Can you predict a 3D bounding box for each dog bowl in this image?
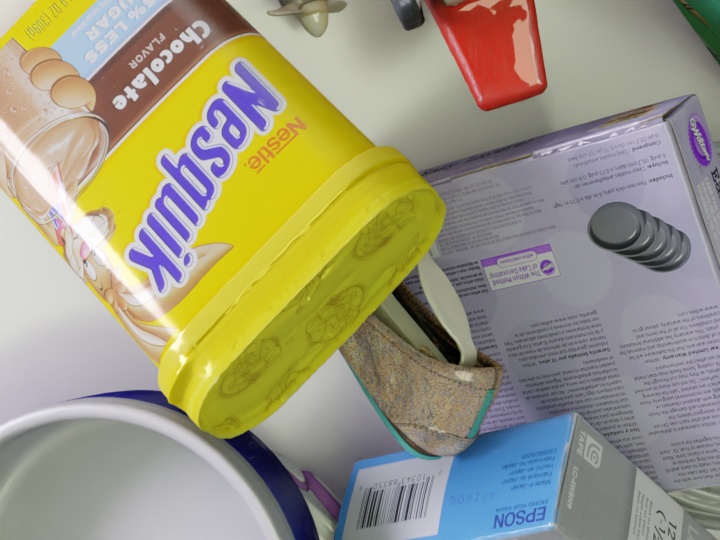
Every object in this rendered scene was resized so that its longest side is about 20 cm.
[{"bbox_3d":[-0.118,0.161,0.787,0.197,0.079,0.203,0,91,10],"label":"dog bowl"}]

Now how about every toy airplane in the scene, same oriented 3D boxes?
[{"bbox_3d":[0.039,-0.190,0.779,0.198,0.141,0.201,25,83,20],"label":"toy airplane"}]

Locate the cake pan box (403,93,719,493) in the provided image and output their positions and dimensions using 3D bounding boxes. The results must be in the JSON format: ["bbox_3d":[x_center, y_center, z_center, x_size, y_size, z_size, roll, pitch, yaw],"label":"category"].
[{"bbox_3d":[0.102,0.026,0.804,0.198,0.052,0.186,-16,101,35],"label":"cake pan box"}]

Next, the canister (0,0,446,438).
[{"bbox_3d":[-0.081,-0.046,0.741,0.149,0.087,0.200,-45,69,1],"label":"canister"}]

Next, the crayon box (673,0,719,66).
[{"bbox_3d":[0.225,-0.152,0.806,0.119,0.058,0.200,-54,141,1],"label":"crayon box"}]

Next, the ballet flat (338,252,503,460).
[{"bbox_3d":[0.000,0.000,0.784,0.200,0.068,0.067,47,121,19],"label":"ballet flat"}]

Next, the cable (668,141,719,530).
[{"bbox_3d":[0.193,0.037,0.841,0.199,0.069,0.201,-33,99,28],"label":"cable"}]

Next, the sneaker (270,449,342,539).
[{"bbox_3d":[-0.024,0.188,0.855,0.099,0.075,0.201,-32,106,-6],"label":"sneaker"}]

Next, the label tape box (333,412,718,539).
[{"bbox_3d":[0.103,0.159,0.814,0.200,0.142,0.067,43,48,-31],"label":"label tape box"}]
